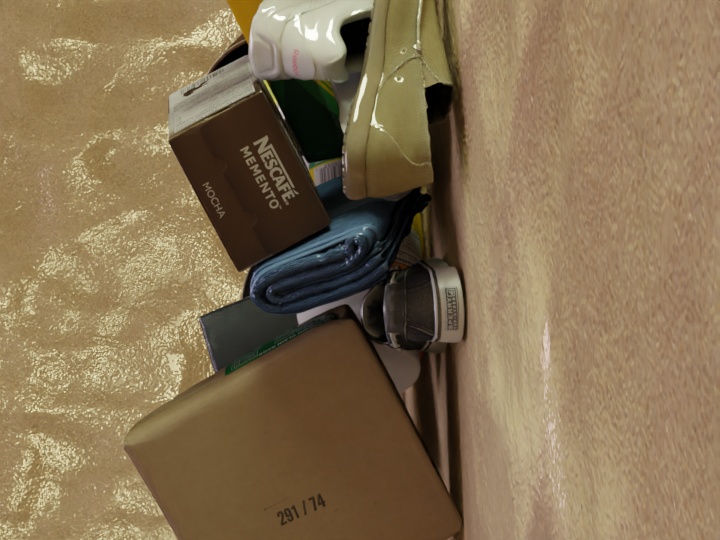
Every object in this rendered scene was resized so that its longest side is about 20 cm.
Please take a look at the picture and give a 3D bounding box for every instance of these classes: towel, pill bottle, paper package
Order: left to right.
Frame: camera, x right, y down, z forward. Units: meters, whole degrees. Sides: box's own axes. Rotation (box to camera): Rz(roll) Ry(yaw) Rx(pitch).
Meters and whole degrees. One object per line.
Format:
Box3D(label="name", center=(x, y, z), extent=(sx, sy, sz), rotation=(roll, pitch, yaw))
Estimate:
Box3D(label="paper package", center=(-0.051, 0.154, 1.473), extent=(0.192, 0.199, 0.103), rotation=(62, 180, -7))
Box3D(label="towel", center=(-0.014, -0.024, 1.466), extent=(0.049, 0.111, 0.200), rotation=(65, -162, -16))
Box3D(label="pill bottle", center=(0.000, 0.000, 1.608), extent=(0.113, 0.111, 0.202), rotation=(92, 174, -54))

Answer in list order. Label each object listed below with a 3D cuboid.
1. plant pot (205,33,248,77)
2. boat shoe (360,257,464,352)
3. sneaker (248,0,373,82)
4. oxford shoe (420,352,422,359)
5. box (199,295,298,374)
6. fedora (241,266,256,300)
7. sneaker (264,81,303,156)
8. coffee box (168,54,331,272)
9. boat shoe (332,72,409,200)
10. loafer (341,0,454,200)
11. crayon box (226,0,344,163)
Box3D(label="plant pot", center=(-0.044, -0.186, 1.884), extent=(0.201, 0.185, 0.189), rotation=(-71, -17, -57))
Box3D(label="boat shoe", center=(0.033, 0.029, 1.436), extent=(0.200, 0.067, 0.073), rotation=(-162, 69, -86))
Box3D(label="sneaker", center=(0.005, -0.193, 1.458), extent=(0.200, 0.099, 0.078), rotation=(-50, -31, -38))
Box3D(label="oxford shoe", center=(0.012, 0.001, 1.720), extent=(0.201, 0.072, 0.072), rotation=(-97, 6, -53))
Box3D(label="box", center=(-0.040, 0.144, 1.709), extent=(0.197, 0.116, 0.201), rotation=(66, -177, -58))
Box3D(label="fedora", center=(-0.030, 0.034, 2.009), extent=(0.090, 0.200, 0.177), rotation=(20, 156, 52))
Box3D(label="sneaker", center=(-0.040, -0.110, 1.716), extent=(0.091, 0.078, 0.201), rotation=(56, 169, 36))
Box3D(label="coffee box", center=(-0.088, -0.086, 1.484), extent=(0.114, 0.079, 0.200), rotation=(63, -179, -15))
Box3D(label="boat shoe", center=(0.019, -0.119, 1.474), extent=(0.201, 0.071, 0.068), rotation=(-98, -8, -60))
Box3D(label="loafer", center=(0.034, -0.134, 1.345), extent=(0.076, 0.067, 0.202), rotation=(95, -173, -67))
Box3D(label="crayon box", center=(-0.039, -0.206, 1.562), extent=(0.126, 0.051, 0.201), rotation=(-53, -55, -44))
